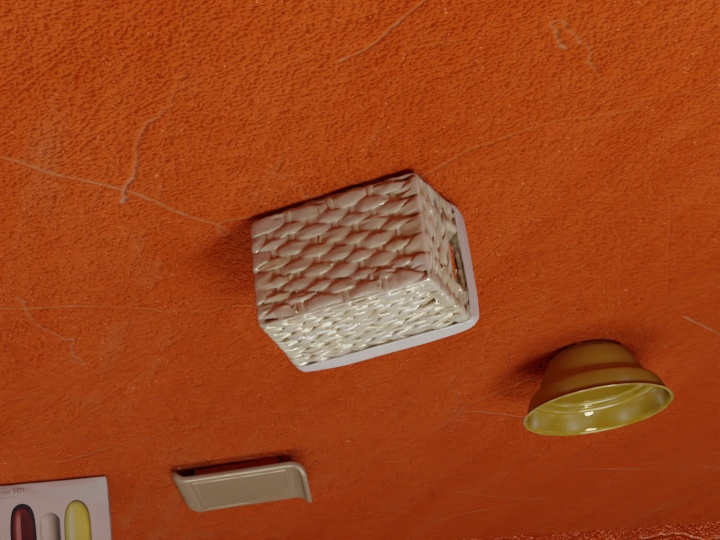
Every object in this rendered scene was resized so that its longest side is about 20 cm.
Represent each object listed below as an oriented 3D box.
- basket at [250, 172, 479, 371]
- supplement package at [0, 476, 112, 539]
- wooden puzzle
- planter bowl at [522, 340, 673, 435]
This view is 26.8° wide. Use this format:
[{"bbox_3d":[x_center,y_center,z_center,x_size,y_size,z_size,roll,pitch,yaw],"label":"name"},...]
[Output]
[{"bbox_3d":[0.000,0.000,1.482,0.199,0.136,0.123,-16,152,16],"label":"basket"},{"bbox_3d":[-0.456,0.424,2.208,0.190,0.201,0.147,-5,156,-11],"label":"supplement package"},{"bbox_3d":[-0.177,0.322,2.289,0.198,0.038,0.185,-4,157,0],"label":"wooden puzzle"},{"bbox_3d":[0.304,0.146,1.984,0.199,0.084,0.201,-8,157,-3],"label":"planter bowl"}]
